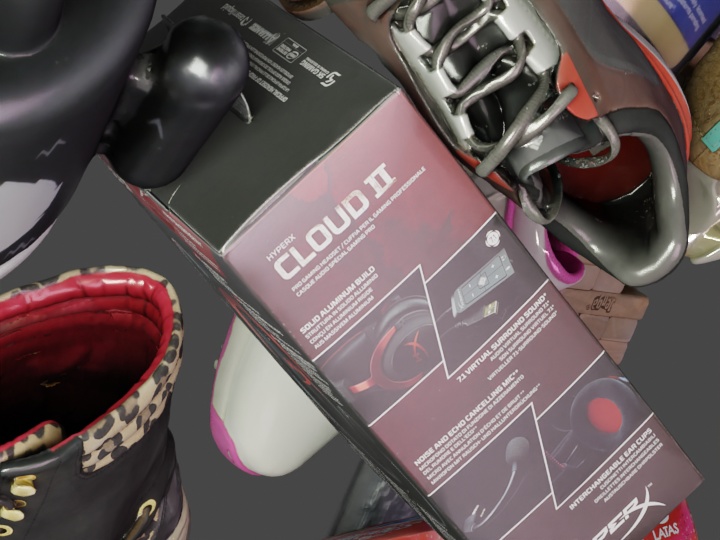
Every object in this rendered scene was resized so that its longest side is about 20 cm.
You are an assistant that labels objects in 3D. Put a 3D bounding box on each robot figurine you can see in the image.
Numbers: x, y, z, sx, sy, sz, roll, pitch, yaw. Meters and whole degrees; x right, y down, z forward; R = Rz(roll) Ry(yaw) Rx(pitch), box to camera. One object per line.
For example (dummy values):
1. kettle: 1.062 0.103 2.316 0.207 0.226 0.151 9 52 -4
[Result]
1. robot figurine: -0.123 -0.064 0.754 0.125 0.150 0.200 -41 174 -28

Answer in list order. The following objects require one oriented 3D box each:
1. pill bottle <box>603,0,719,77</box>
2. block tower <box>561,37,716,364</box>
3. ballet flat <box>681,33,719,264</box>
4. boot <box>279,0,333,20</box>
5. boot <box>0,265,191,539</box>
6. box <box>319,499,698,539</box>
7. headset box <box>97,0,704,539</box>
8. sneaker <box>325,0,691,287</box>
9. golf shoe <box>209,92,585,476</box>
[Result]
1. pill bottle: 0.113 -0.159 0.931 0.200 0.112 0.112 -50 136 -6
2. block tower: 0.079 -0.003 1.085 0.058 0.054 0.201 7 112 -41
3. ballet flat: 0.134 -0.038 0.984 0.072 0.068 0.200 -44 171 -1
4. boot: -0.055 -0.175 0.800 0.199 0.064 0.187 13 118 -30
5. boot: -0.135 0.089 0.922 0.200 0.073 0.151 -30 154 -26
6. box: 0.037 0.139 1.028 0.095 0.200 0.100 -13 86 -34
7. headset box: 0.000 0.000 0.880 0.075 0.149 0.200 -43 120 -5
8. sneaker: 0.043 -0.068 0.820 0.077 0.082 0.200 -37 125 18
9. golf shoe: 0.024 0.001 1.017 0.200 0.091 0.075 -52 140 2
